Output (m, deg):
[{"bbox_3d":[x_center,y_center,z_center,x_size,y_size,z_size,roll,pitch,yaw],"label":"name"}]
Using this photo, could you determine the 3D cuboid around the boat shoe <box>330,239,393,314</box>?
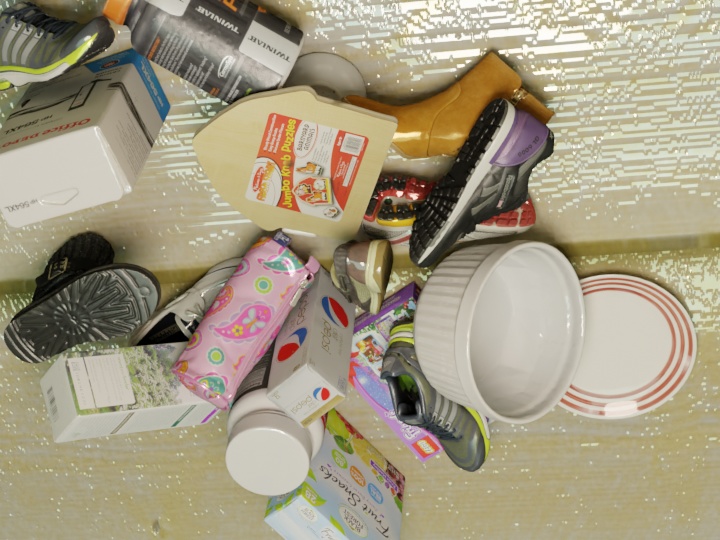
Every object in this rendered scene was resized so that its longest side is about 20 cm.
[{"bbox_3d":[0.000,0.001,1.633,0.065,0.201,0.072,13,80,3],"label":"boat shoe"}]

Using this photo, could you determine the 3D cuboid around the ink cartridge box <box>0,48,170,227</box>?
[{"bbox_3d":[-0.299,-0.143,1.556,0.145,0.200,0.085,-15,118,14],"label":"ink cartridge box"}]

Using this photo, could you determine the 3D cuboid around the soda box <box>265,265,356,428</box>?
[{"bbox_3d":[-0.053,0.084,1.662,0.068,0.200,0.064,-39,112,24],"label":"soda box"}]

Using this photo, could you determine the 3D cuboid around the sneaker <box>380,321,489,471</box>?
[{"bbox_3d":[0.079,0.160,1.699,0.074,0.081,0.201,-16,116,41],"label":"sneaker"}]

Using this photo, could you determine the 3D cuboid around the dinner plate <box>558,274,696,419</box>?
[{"bbox_3d":[0.294,0.088,1.730,0.198,0.024,0.201,2,121,4],"label":"dinner plate"}]

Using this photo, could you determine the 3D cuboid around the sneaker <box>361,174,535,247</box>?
[{"bbox_3d":[0.097,-0.063,1.645,0.198,0.078,0.082,1,147,1],"label":"sneaker"}]

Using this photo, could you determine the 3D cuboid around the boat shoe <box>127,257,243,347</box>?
[{"bbox_3d":[-0.196,0.055,1.736,0.199,0.066,0.072,-26,109,18],"label":"boat shoe"}]

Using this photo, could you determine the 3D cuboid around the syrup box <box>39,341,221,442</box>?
[{"bbox_3d":[-0.254,0.136,1.684,0.199,0.079,0.081,-3,154,-35],"label":"syrup box"}]

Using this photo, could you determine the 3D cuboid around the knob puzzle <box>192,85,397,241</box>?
[{"bbox_3d":[-0.079,-0.122,1.556,0.218,0.031,0.221,3,135,3],"label":"knob puzzle"}]

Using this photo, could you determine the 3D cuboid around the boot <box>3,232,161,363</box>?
[{"bbox_3d":[-0.300,0.013,1.670,0.210,0.158,0.080,-18,114,23],"label":"boot"}]

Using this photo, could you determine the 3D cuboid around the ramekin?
[{"bbox_3d":[0.149,0.063,1.633,0.105,0.200,0.201,9,131,47],"label":"ramekin"}]

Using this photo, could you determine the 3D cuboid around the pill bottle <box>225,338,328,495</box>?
[{"bbox_3d":[-0.093,0.161,1.712,0.113,0.200,0.115,3,121,4],"label":"pill bottle"}]

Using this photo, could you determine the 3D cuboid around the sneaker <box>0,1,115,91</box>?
[{"bbox_3d":[-0.340,-0.244,1.548,0.199,0.074,0.081,-7,114,39],"label":"sneaker"}]

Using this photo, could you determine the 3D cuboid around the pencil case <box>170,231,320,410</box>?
[{"bbox_3d":[-0.129,0.057,1.656,0.087,0.087,0.201,39,75,-16],"label":"pencil case"}]

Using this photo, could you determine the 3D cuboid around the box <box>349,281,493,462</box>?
[{"bbox_3d":[0.069,0.125,1.767,0.136,0.039,0.200,-32,112,21],"label":"box"}]

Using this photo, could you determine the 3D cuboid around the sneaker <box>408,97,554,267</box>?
[{"bbox_3d":[0.130,-0.074,1.536,0.087,0.076,0.201,26,112,-22],"label":"sneaker"}]

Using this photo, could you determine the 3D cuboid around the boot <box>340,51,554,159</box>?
[{"bbox_3d":[0.095,-0.176,1.569,0.200,0.071,0.144,33,99,-9],"label":"boot"}]

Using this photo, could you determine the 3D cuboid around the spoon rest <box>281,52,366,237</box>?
[{"bbox_3d":[-0.052,-0.142,1.622,0.099,0.061,0.201,11,108,-2],"label":"spoon rest"}]

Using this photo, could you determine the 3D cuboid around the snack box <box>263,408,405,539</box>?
[{"bbox_3d":[-0.026,0.274,1.772,0.068,0.200,0.169,-36,112,24],"label":"snack box"}]

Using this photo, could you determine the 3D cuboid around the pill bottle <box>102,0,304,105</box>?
[{"bbox_3d":[-0.167,-0.250,1.533,0.199,0.106,0.107,28,119,-11],"label":"pill bottle"}]
